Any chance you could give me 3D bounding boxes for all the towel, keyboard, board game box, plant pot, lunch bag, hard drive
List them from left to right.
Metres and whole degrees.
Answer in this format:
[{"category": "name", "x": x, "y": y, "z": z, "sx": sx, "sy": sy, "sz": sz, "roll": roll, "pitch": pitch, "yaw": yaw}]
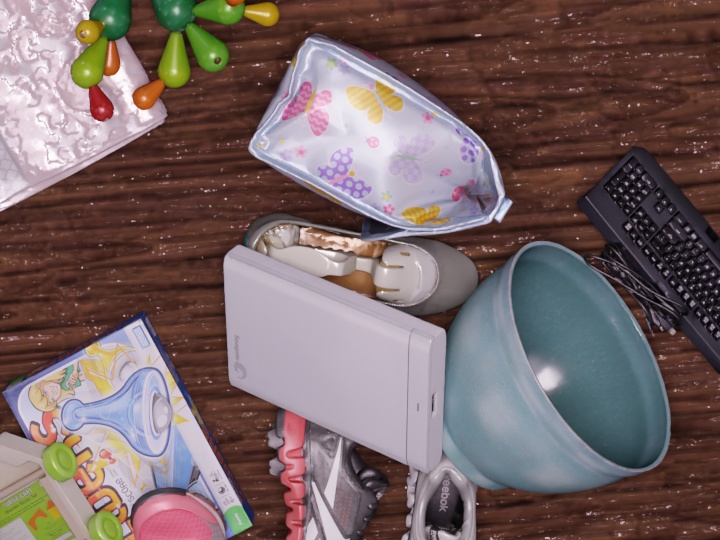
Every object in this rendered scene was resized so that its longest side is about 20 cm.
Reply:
[{"category": "towel", "x": -0.285, "y": -0.165, "z": 1.627, "sx": 0.190, "sy": 0.032, "sz": 0.201, "roll": -29, "pitch": 99, "yaw": 4}, {"category": "board game box", "x": -0.194, "y": 0.155, "z": 1.677, "sx": 0.135, "sy": 0.034, "sz": 0.201, "roll": -28, "pitch": 99, "yaw": 4}, {"category": "hard drive", "x": -0.023, "y": 0.070, "z": 1.594, "sx": 0.199, "sy": 0.027, "sz": 0.133, "roll": 22, "pitch": 130, "yaw": 28}, {"category": "lunch bag", "x": 0.019, "y": -0.092, "z": 1.569, "sx": 0.199, "sy": 0.170, "sz": 0.128, "roll": 27, "pitch": 97, "yaw": -5}, {"category": "plant pot", "x": 0.136, "y": 0.096, "z": 1.604, "sx": 0.134, "sy": 0.200, "sz": 0.201, "roll": -32, "pitch": 99, "yaw": 31}, {"category": "keyboard", "x": 0.262, "y": 0.001, "z": 1.638, "sx": 0.104, "sy": 0.040, "sz": 0.200, "roll": -44, "pitch": 97, "yaw": -14}]

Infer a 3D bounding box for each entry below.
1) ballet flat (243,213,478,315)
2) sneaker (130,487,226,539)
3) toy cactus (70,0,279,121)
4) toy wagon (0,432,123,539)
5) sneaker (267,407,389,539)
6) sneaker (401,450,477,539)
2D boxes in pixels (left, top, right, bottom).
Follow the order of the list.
[{"category": "ballet flat", "x": 0.000, "y": 0.000, "z": 1.638, "sx": 0.198, "sy": 0.064, "sz": 0.068, "roll": 11, "pitch": 99, "yaw": -2}, {"category": "sneaker", "x": -0.129, "y": 0.265, "z": 1.641, "sx": 0.073, "sy": 0.087, "sz": 0.201, "roll": -22, "pitch": 122, "yaw": -1}, {"category": "toy cactus", "x": -0.163, "y": -0.224, "z": 1.583, "sx": 0.199, "sy": 0.102, "sz": 0.166, "roll": -36, "pitch": 79, "yaw": -4}, {"category": "toy wagon", "x": -0.292, "y": 0.195, "z": 1.661, "sx": 0.154, "sy": 0.040, "sz": 0.201, "roll": -29, "pitch": 97, "yaw": 26}, {"category": "sneaker", "x": -0.022, "y": 0.211, "z": 1.669, "sx": 0.097, "sy": 0.071, "sz": 0.203, "roll": -4, "pitch": 98, "yaw": 3}, {"category": "sneaker", "x": 0.066, "y": 0.241, "z": 1.671, "sx": 0.074, "sy": 0.081, "sz": 0.202, "roll": 0, "pitch": 101, "yaw": -2}]
